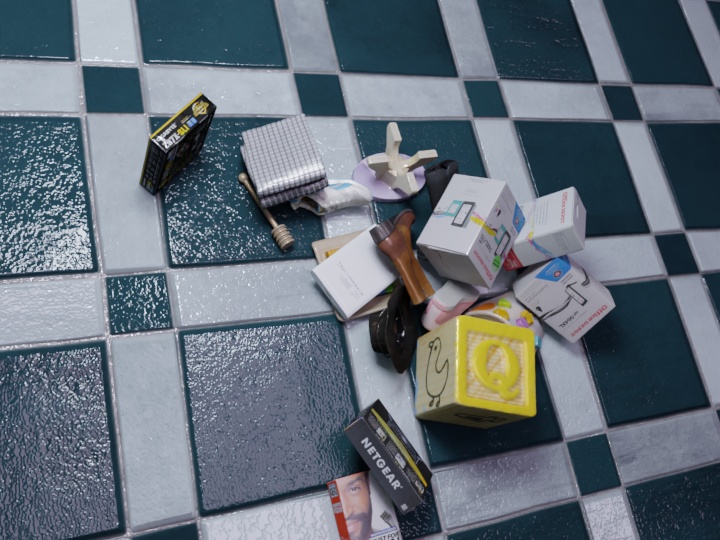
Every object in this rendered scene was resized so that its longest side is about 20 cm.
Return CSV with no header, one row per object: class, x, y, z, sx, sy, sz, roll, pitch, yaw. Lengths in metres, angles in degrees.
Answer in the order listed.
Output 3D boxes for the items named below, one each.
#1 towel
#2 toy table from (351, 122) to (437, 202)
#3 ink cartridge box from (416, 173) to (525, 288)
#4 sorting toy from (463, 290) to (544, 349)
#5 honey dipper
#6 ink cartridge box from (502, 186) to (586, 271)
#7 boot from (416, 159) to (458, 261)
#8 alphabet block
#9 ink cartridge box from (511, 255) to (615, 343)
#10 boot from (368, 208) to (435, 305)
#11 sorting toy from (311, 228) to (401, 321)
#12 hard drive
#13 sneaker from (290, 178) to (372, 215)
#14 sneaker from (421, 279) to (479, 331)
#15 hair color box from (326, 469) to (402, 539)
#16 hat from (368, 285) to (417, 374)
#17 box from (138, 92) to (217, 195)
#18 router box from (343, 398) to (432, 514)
towel,-0.173,-0.242,1.601,0.164,0.086,0.201,-19,54,-5
toy table,0.087,-0.250,1.732,0.199,0.117,0.185,-22,79,-27
ink cartridge box,0.254,-0.090,1.635,0.201,0.145,0.147,-60,137,-17
sorting toy,0.377,0.128,1.724,0.200,0.107,0.180,52,41,4
honey dipper,-0.215,-0.139,1.611,0.038,0.038,0.201,-28,80,-29
ink cartridge box,0.425,-0.096,1.693,0.083,0.199,0.146,52,38,-29
boot,0.180,-0.143,1.690,0.065,0.201,0.165,17,40,36
alphabet block,0.246,0.226,1.553,0.195,0.200,0.197,10,67,-19
ink cartridge box,0.492,0.058,1.734,0.200,0.146,0.084,37,23,-12
boot,0.120,-0.034,1.623,0.201,0.068,0.188,57,25,0
sorting toy,0.002,0.002,1.641,0.184,0.036,0.201,-15,75,-26
hard drive,0.000,0.000,1.610,0.200,0.027,0.132,-37,90,-28
sneaker,-0.069,-0.168,1.662,0.198,0.077,0.081,6,65,-10
sneaker,0.204,0.087,1.677,0.075,0.105,0.200,37,28,20
hair color box,0.014,0.508,1.427,0.110,0.064,0.201,-9,72,-24
hat,0.061,0.132,1.579,0.080,0.201,0.202,-5,64,22
box,-0.384,-0.262,1.497,0.049,0.200,0.160,42,61,-3
router box,0.060,0.372,1.452,0.052,0.157,0.201,-37,84,13
